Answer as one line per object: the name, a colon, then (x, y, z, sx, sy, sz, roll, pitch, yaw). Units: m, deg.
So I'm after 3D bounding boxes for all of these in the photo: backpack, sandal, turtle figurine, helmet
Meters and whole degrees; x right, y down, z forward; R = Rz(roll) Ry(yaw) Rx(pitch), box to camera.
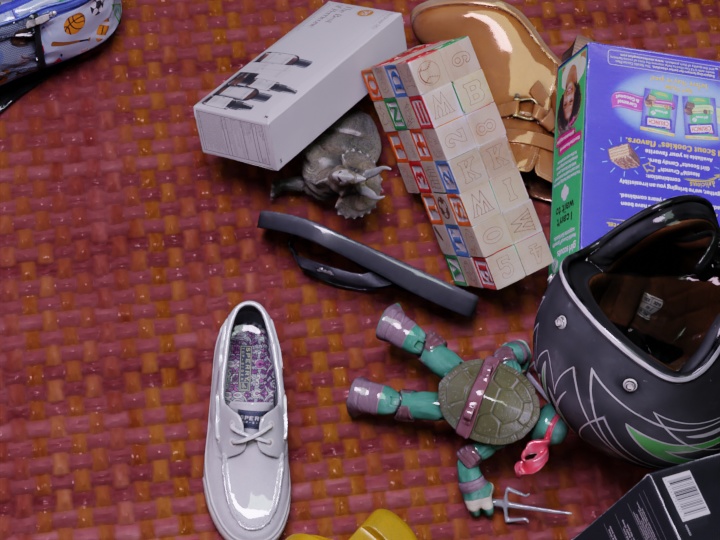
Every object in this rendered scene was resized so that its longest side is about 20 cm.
backpack: (-0.306, -0.259, 1.413, 0.190, 0.154, 0.200, -19, 64, -25)
sandal: (0.000, 0.000, 1.356, 0.200, 0.076, 0.043, 25, 91, 7)
turtle figurine: (0.096, 0.107, 1.301, 0.199, 0.101, 0.150, 23, 64, 12)
helmet: (0.230, 0.058, 1.242, 0.190, 0.200, 0.200, -32, 70, 1)

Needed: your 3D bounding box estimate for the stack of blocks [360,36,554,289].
stack of blocks: (0.079, -0.088, 1.357, 0.058, 0.115, 0.201, -25, 101, -17)

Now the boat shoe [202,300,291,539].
boat shoe: (-0.086, 0.120, 1.288, 0.072, 0.069, 0.201, 5, 64, -3)

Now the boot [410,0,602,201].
boot: (0.123, -0.152, 1.439, 0.199, 0.074, 0.155, 16, 68, 6)

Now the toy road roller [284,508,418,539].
toy road roller: (0.013, 0.271, 1.199, 0.200, 0.123, 0.146, 37, 55, 13)

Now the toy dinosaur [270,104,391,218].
toy dinosaur: (-0.022, -0.103, 1.407, 0.102, 0.077, 0.200, 8, 33, 1)

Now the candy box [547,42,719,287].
candy box: (0.253, -0.078, 1.380, 0.168, 0.077, 0.201, 7, 75, -12)

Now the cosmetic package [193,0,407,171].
cosmetic package: (-0.048, -0.162, 1.388, 0.082, 0.051, 0.200, 17, 43, 30)

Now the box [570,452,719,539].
box: (0.252, 0.259, 1.207, 0.079, 0.141, 0.201, -10, 65, -30)
